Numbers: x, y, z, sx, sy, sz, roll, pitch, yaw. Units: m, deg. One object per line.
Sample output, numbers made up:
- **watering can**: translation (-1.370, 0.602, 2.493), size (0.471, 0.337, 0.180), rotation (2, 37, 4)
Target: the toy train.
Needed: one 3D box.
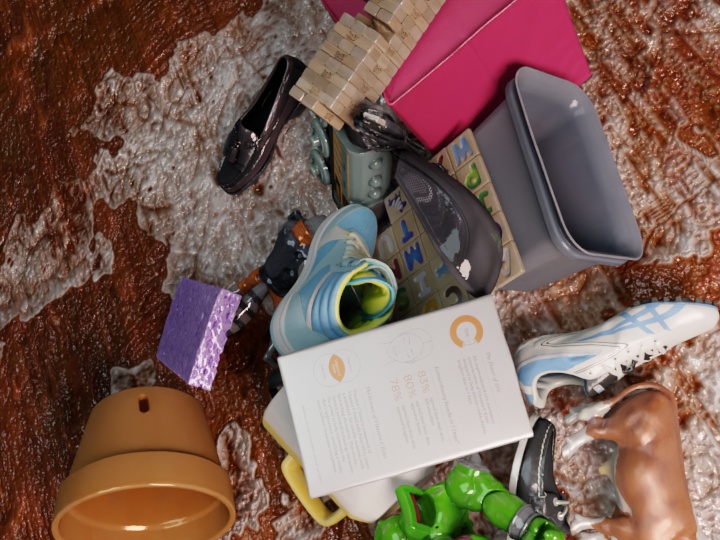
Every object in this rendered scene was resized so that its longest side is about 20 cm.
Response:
- **toy train**: translation (-0.005, -0.134, 0.860), size (0.084, 0.201, 0.115), rotation (-24, 64, -15)

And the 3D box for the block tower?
- **block tower**: translation (0.019, -0.227, 0.716), size (0.054, 0.058, 0.201), rotation (38, 97, 30)

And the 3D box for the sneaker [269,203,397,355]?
- **sneaker**: translation (0.000, 0.000, 0.769), size (0.130, 0.079, 0.202), rotation (-19, 37, 46)

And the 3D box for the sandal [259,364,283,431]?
- **sandal**: translation (-0.061, 0.103, 0.863), size (0.048, 0.075, 0.201), rotation (40, 117, 3)

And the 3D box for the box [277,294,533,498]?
- **box**: translation (0.039, 0.115, 0.694), size (0.197, 0.098, 0.126), rotation (-16, 78, 2)

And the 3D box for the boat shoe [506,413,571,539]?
- **boat shoe**: translation (0.171, 0.241, 0.730), size (0.060, 0.075, 0.204), rotation (8, 92, 29)

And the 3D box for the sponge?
- **sponge**: translation (-0.202, 0.070, 0.931), size (0.199, 0.029, 0.113), rotation (7, 79, 65)

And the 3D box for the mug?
- **mug**: translation (-0.001, 0.184, 0.817), size (0.148, 0.187, 0.154), rotation (-33, 69, -21)

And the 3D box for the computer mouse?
- **computer mouse**: translation (0.078, -0.068, 0.715), size (0.052, 0.138, 0.202), rotation (-36, 70, 17)

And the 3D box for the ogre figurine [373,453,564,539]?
- **ogre figurine**: translation (0.082, 0.252, 0.697), size (0.201, 0.097, 0.121), rotation (-58, 43, 36)

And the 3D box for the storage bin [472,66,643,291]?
- **storage bin**: translation (0.181, -0.077, 0.784), size (0.134, 0.144, 0.203), rotation (-34, 60, 46)

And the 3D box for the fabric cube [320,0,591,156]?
- **fabric cube**: translation (0.100, -0.260, 0.827), size (0.199, 0.199, 0.198), rotation (-36, 64, 14)

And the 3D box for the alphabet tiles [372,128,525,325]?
- **alphabet tiles**: translation (0.068, -0.023, 0.802), size (0.199, 0.007, 0.169), rotation (-38, 56, 36)

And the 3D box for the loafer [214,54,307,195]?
- **loafer**: translation (-0.137, -0.195, 1.012), size (0.072, 0.063, 0.201), rotation (39, 96, 30)

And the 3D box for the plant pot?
- **plant pot**: translation (-0.249, 0.230, 0.893), size (0.198, 0.200, 0.141), rotation (-28, 49, 18)

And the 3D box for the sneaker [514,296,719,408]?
- **sneaker**: translation (0.244, 0.079, 0.732), size (0.198, 0.072, 0.074), rotation (-23, 61, 25)

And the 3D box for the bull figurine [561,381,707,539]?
- **bull figurine**: translation (0.251, 0.206, 0.696), size (0.120, 0.065, 0.203), rotation (-9, 72, 22)

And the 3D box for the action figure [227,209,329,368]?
- **action figure**: translation (-0.075, 0.023, 0.901), size (0.200, 0.104, 0.194), rotation (47, 109, 32)
